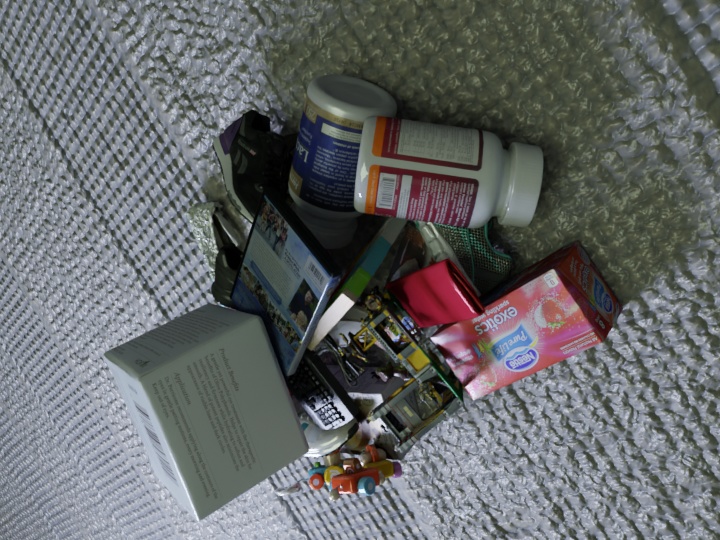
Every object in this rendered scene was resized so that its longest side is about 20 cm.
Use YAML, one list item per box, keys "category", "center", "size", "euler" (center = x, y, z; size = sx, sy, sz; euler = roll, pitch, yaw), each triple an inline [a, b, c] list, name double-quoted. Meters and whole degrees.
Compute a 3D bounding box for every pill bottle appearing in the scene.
- category: "pill bottle"
  center: [0.096, -0.107, 0.778]
  size: [0.197, 0.110, 0.111]
  euler: [8, 119, 1]
- category: "pill bottle"
  center: [-0.031, -0.137, 0.894]
  size: [0.115, 0.115, 0.202]
  euler: [30, 125, 21]

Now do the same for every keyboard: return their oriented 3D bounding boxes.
- category: "keyboard"
  center: [-0.072, 0.120, 0.926]
  size: [0.127, 0.021, 0.201]
  euler: [-37, 93, 34]

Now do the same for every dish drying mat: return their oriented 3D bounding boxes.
- category: "dish drying mat"
  center: [0.088, 0.032, 0.851]
  size: [0.077, 0.018, 0.200]
  euler: [51, 163, -3]

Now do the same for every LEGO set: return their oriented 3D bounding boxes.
- category: "LEGO set"
  center: [0.040, 0.130, 0.872]
  size: [0.116, 0.154, 0.200]
  euler: [-40, 99, 10]

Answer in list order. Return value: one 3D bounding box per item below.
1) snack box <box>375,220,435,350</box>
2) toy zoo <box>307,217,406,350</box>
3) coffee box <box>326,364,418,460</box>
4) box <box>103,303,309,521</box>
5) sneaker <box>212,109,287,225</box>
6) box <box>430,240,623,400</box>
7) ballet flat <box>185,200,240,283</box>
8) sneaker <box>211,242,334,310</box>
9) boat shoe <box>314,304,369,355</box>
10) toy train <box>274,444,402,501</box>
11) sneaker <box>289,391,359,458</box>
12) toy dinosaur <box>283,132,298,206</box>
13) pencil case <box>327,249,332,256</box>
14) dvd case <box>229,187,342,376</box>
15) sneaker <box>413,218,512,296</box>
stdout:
- category: "snack box"
  center: [0.068, 0.033, 0.958]
  size: [0.071, 0.024, 0.202]
  euler: [31, 125, 19]
- category: "toy zoo"
  center: [0.000, 0.000, 0.883]
  size: [0.020, 0.201, 0.131]
  euler: [37, 138, -4]
- category: "coffee box"
  center: [-0.015, 0.214, 1.063]
  size: [0.198, 0.080, 0.114]
  euler: [-4, 109, 37]
- category: "box"
  center: [-0.205, 0.171, 0.912]
  size: [0.199, 0.170, 0.201]
  euler: [7, 119, 58]
- category: "sneaker"
  center: [-0.132, -0.136, 0.908]
  size: [0.087, 0.075, 0.201]
  euler: [-41, 56, 19]
- category: "box"
  center: [0.196, 0.063, 0.832]
  size: [0.199, 0.095, 0.100]
  euler: [-35, 90, 40]
- category: "ballet flat"
  center: [-0.219, -0.020, 1.119]
  size: [0.071, 0.072, 0.202]
  euler: [-16, 101, 39]
- category: "sneaker"
  center: [-0.117, 0.020, 0.951]
  size: [0.198, 0.076, 0.092]
  euler: [14, 125, 11]
- category: "boat shoe"
  center: [-0.066, 0.094, 0.992]
  size: [0.197, 0.070, 0.071]
  euler: [-3, 126, 19]
- category: "toy train"
  center: [-0.030, 0.278, 0.970]
  size: [0.199, 0.149, 0.056]
  euler: [-18, 77, 46]
- category: "sneaker"
  center: [-0.094, 0.217, 1.021]
  size: [0.198, 0.070, 0.094]
  euler: [-11, 109, 42]
- category: "toy dinosaur"
  center: [-0.121, -0.133, 0.983]
  size: [0.102, 0.076, 0.202]
  euler: [31, 120, 41]
- category: "pencil case"
  center: [-0.123, 0.024, 1.054]
  size: [0.093, 0.091, 0.200]
  euler: [26, 130, -19]
- category: "dvd case"
  center: [-0.098, 0.018, 0.844]
  size: [0.143, 0.017, 0.201]
  euler: [50, 138, 23]
- category: "sneaker"
  center: [0.119, -0.058, 0.858]
  size: [0.090, 0.078, 0.202]
  euler: [-28, 80, 2]
